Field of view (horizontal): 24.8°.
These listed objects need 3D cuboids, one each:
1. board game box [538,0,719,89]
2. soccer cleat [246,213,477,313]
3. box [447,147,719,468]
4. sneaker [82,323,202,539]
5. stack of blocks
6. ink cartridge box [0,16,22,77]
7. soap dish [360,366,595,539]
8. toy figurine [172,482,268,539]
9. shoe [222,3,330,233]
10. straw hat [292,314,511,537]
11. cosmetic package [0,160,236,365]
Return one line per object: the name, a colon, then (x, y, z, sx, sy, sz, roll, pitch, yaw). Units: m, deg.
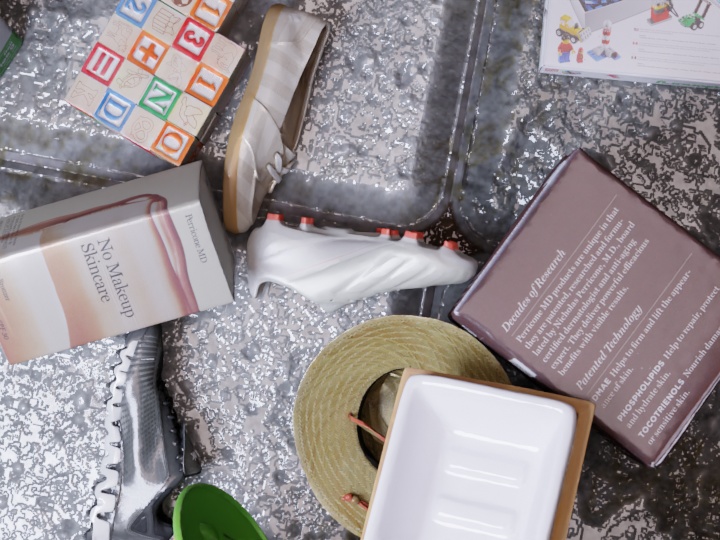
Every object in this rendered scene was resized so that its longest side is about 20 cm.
board game box: (0.257, -0.226, 1.406, 0.198, 0.035, 0.128, 6, 88, 1)
soccer cleat: (0.000, 0.000, 1.388, 0.198, 0.069, 0.079, 7, 92, 9)
box: (0.197, 0.031, 1.329, 0.199, 0.166, 0.165, 37, 89, 3)
sneaker: (-0.175, 0.140, 1.384, 0.089, 0.066, 0.202, 10, 91, -2)
stack of blocks: (-0.151, -0.200, 1.401, 0.114, 0.059, 0.201, 29, 88, 2)
ink cartridge box: (-0.374, -0.214, 1.335, 0.145, 0.200, 0.088, 34, 88, 3)
soap dish: (0.086, 0.186, 1.243, 0.156, 0.081, 0.202, 9, 75, 21)
toy figurine: (-0.156, 0.295, 1.353, 0.183, 0.200, 0.151, -33, 45, 18)
shoe: (-0.074, -0.127, 1.389, 0.053, 0.070, 0.202, 13, 85, 10)
straw hat: (0.038, 0.122, 1.368, 0.199, 0.085, 0.203, 1, 105, 5)
cosmetic package: (-0.211, -0.006, 1.356, 0.198, 0.087, 0.104, -17, 116, 4)
